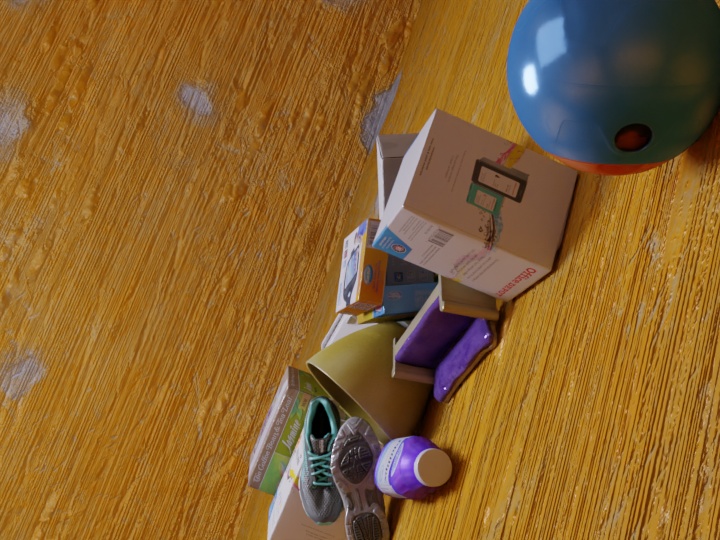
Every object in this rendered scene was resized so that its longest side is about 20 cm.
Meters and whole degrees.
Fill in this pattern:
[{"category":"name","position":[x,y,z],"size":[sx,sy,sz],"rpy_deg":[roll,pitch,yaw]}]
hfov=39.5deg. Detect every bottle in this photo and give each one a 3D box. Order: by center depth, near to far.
[{"category":"bottle","position":[0.072,0.266,1.352],"size":[0.200,0.065,0.084],"rpy_deg":[138,153,-74]}]

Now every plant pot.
[{"category":"plant pot","position":[0.035,0.163,1.551],"size":[0.142,0.200,0.200],"rpy_deg":[-44,2,-13]}]

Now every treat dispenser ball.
[{"category":"treat dispenser ball","position":[0.235,-0.189,0.923],"size":[0.201,0.200,0.202],"rpy_deg":[-159,90,-82]}]

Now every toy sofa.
[{"category":"toy sofa","position":[0.113,0.097,1.391],"size":[0.200,0.082,0.098],"rpy_deg":[120,157,-51]}]

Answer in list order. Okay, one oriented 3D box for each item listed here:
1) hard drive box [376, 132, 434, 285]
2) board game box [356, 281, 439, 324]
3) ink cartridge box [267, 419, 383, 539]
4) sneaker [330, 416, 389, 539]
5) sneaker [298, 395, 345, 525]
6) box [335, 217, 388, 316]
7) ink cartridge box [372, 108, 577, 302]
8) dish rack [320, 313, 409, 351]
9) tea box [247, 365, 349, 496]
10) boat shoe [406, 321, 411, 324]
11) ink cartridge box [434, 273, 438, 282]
[{"category":"hard drive box","position":[0.067,-0.095,1.531],"size":[0.156,0.076,0.201],"rpy_deg":[-95,2,-70]},{"category":"board game box","position":[0.085,0.049,1.525],"size":[0.200,0.152,0.041],"rpy_deg":[144,122,-77]},{"category":"ink cartridge box","position":[-0.053,0.362,1.677],"size":[0.147,0.144,0.201],"rpy_deg":[-111,43,-80]},{"category":"sneaker","position":[-0.002,0.320,1.508],"size":[0.099,0.077,0.201],"rpy_deg":[82,-177,-86]},{"category":"sneaker","position":[-0.062,0.283,1.528],"size":[0.091,0.077,0.201],"rpy_deg":[77,-171,-66]},{"category":"box","position":[0.000,0.000,1.489],"size":[0.200,0.041,0.120],"rpy_deg":[149,129,-74]},{"category":"ink cartridge box","position":[0.144,-0.077,1.271],"size":[0.147,0.199,0.147],"rpy_deg":[129,162,-67]},{"category":"dish rack","position":[0.014,0.144,1.695],"size":[0.044,0.171,0.200],"rpy_deg":[-41,-14,-45]},{"category":"tea box","position":[-0.080,0.311,1.817],"size":[0.134,0.196,0.201],"rpy_deg":[-110,41,-79]},{"category":"boat shoe","position":[0.043,0.083,1.725],"size":[0.201,0.063,0.071],"rpy_deg":[65,155,24]},{"category":"ink cartridge box","position":[0.173,-0.062,1.548],"size":[0.104,0.059,0.201],"rpy_deg":[-146,78,-85]}]
